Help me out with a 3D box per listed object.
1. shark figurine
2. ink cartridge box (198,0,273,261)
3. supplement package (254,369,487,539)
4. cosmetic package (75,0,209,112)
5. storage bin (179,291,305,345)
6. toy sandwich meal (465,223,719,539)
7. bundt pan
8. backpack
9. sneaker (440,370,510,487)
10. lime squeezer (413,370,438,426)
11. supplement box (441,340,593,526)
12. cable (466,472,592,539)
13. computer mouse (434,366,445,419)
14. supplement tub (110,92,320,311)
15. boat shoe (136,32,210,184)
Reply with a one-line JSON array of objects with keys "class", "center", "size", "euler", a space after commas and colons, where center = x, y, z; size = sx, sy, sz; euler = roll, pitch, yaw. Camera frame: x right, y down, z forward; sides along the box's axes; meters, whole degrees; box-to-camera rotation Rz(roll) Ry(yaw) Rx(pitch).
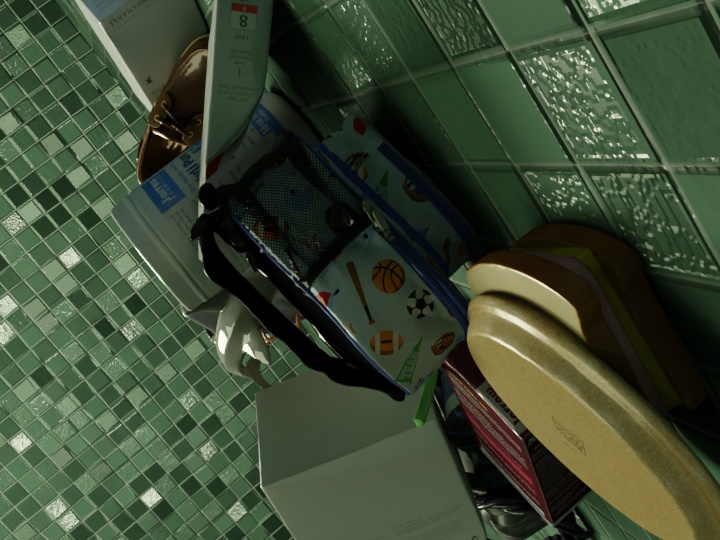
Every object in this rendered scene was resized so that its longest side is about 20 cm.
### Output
[{"class": "shark figurine", "center": [-0.119, 0.083, 0.886], "size": [0.089, 0.128, 0.216], "euler": [39, 138, 29]}, {"class": "ink cartridge box", "center": [-0.104, -0.108, 0.656], "size": [0.162, 0.050, 0.202], "euler": [-174, 86, -78]}, {"class": "supplement package", "center": [0.010, 0.214, 0.891], "size": [0.147, 0.190, 0.201], "euler": [-107, -6, -57]}, {"class": "cosmetic package", "center": [-0.221, -0.252, 0.868], "size": [0.074, 0.102, 0.200], "euler": [47, 172, 18]}, {"class": "storage bin", "center": [-0.130, 0.013, 0.987], "size": [0.134, 0.199, 0.147], "euler": [37, -147, -74]}, {"class": "toy sandwich meal", "center": [0.136, 0.063, 0.451], "size": [0.205, 0.070, 0.205], "euler": [45, 171, 9]}, {"class": "bundt pan", "center": [0.170, 0.279, 1.088], "size": [0.202, 0.076, 0.202], "euler": [50, 172, 10]}, {"class": "backpack", "center": [-0.001, -0.003, 0.586], "size": [0.191, 0.154, 0.200], "euler": [52, -178, 6]}, {"class": "sneaker", "center": [0.141, 0.172, 0.881], "size": [0.077, 0.075, 0.200], "euler": [-104, -12, -45]}, {"class": "lime squeezer", "center": [0.046, 0.056, 0.712], "size": [0.200, 0.070, 0.038], "euler": [-121, 22, -57]}, {"class": "supplement box", "center": [0.141, 0.134, 0.705], "size": [0.109, 0.061, 0.200], "euler": [45, 170, 38]}, {"class": "cable", "center": [0.179, 0.317, 0.977], "size": [0.198, 0.051, 0.164], "euler": [0, 123, 29]}, {"class": "computer mouse", "center": [0.085, 0.116, 0.980], "size": [0.200, 0.044, 0.110], "euler": [53, 167, 25]}, {"class": "supplement tub", "center": [-0.130, -0.070, 0.807], "size": [0.132, 0.200, 0.132], "euler": [49, 170, 11]}, {"class": "boat shoe", "center": [-0.188, -0.162, 0.865], "size": [0.072, 0.068, 0.200], "euler": [31, 132, -13]}]
